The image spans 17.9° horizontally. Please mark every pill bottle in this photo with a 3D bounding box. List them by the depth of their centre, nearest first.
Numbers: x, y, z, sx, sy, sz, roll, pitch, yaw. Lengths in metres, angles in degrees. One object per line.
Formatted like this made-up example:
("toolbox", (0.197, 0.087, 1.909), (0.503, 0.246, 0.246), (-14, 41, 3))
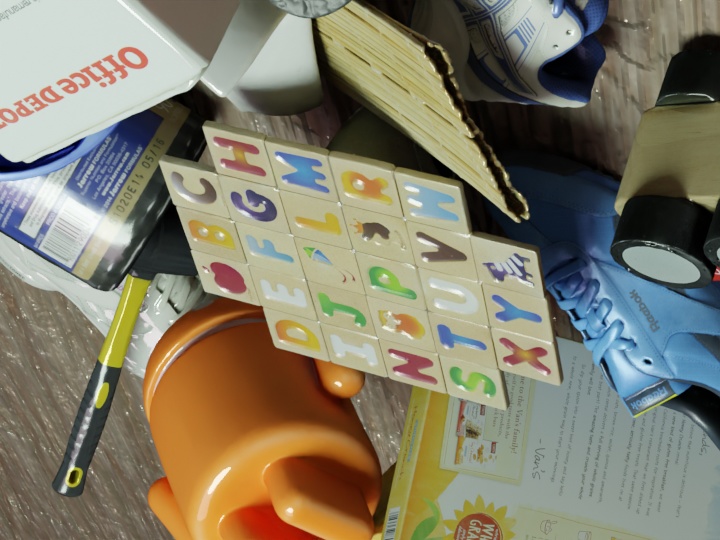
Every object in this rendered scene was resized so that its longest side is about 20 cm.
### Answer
("pill bottle", (-0.191, -0.083, 1.231), (0.200, 0.112, 0.112), (32, 154, -6))

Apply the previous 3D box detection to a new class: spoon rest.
("spoon rest", (-0.053, -0.112, 1.057), (0.099, 0.061, 0.200), (45, -177, -4))

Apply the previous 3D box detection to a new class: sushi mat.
("sushi mat", (0.009, -0.091, 1.009), (0.200, 0.012, 0.096), (42, 164, 56))

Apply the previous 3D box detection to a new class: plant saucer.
("plant saucer", (0.007, 0.016, 1.231), (0.070, 0.019, 0.200), (26, -179, 6))

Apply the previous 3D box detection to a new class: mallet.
("mallet", (-0.154, 0.045, 1.343), (0.066, 0.200, 0.041), (20, -159, -22))

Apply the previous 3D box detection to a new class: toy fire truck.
("toy fire truck", (0.225, 0.005, 0.985), (0.176, 0.129, 0.200), (-1, 153, 45))

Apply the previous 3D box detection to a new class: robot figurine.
("robot figurine", (-0.060, 0.094, 1.297), (0.116, 0.200, 0.144), (-9, 129, -15))

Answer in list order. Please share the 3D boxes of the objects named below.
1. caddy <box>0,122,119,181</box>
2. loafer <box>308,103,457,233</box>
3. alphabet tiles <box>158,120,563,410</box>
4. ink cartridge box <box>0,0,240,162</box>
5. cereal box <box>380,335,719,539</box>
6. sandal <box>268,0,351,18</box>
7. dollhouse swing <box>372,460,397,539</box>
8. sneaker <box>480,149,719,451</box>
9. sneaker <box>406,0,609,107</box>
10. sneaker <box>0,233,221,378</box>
("caddy", (-0.198, -0.125, 1.102), (0.199, 0.142, 0.105), (25, 178, -1))
("loafer", (0.028, -0.032, 1.159), (0.075, 0.070, 0.200), (23, 170, 16))
("alphabet tiles", (0.000, 0.000, 1.095), (0.199, 0.006, 0.167), (15, 145, 24))
("ink cartridge box", (-0.156, -0.148, 0.909), (0.200, 0.083, 0.146), (43, 143, -26))
("cereal box", (0.118, 0.113, 1.182), (0.199, 0.144, 0.040), (16, 166, -13))
("sandal", (-0.068, -0.190, 0.942), (0.075, 0.048, 0.201), (-32, 107, 25))
("dollhouse swing", (0.118, 0.164, 1.324), (0.176, 0.182, 0.200), (54, 149, -8))
("sneaker", (0.134, 0.019, 1.133), (0.200, 0.079, 0.066), (37, 155, -13))
("sneaker", (0.062, -0.134, 0.947), (0.088, 0.076, 0.200), (12, 160, 15))
("sneaker", (-0.138, 0.005, 1.379), (0.200, 0.075, 0.100), (32, 155, -7))
